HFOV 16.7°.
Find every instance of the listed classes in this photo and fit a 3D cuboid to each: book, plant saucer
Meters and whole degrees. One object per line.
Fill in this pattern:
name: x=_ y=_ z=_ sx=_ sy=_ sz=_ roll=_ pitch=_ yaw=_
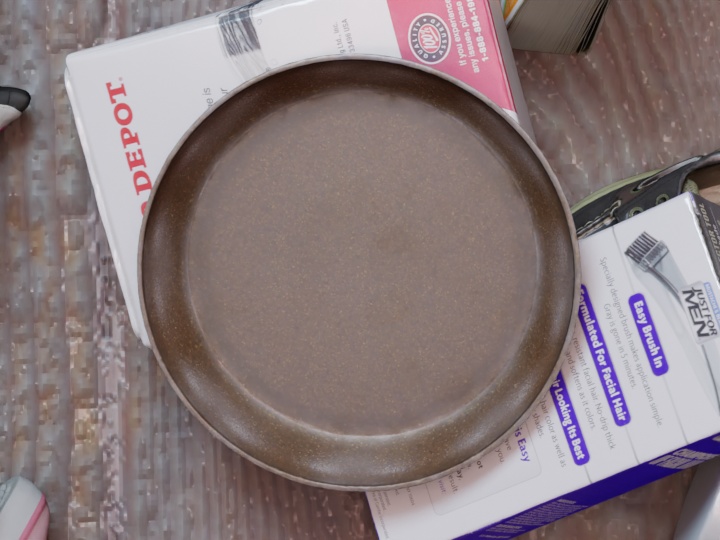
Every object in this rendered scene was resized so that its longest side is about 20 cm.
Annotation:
book: x=0.100 y=-0.185 z=1.146 sx=0.048 sy=0.200 sz=0.134 roll=6 pitch=85 yaw=0
plant saucer: x=0.000 y=0.000 z=1.111 sx=0.200 sy=0.032 sz=0.200 roll=1 pitch=102 yaw=6

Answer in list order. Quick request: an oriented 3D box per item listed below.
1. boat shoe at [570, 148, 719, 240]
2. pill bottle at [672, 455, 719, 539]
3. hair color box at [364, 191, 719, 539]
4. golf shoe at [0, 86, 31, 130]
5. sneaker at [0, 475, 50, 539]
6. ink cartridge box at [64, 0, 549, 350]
boat shoe: x=0.160 y=-0.023 z=1.200 sx=0.200 sy=0.065 sz=0.073 roll=-30 pitch=88 yaw=-3
pill bottle: x=0.253 y=0.144 z=1.165 sx=0.200 sy=0.113 sz=0.113 roll=21 pitch=85 yaw=1
hair color box: x=0.093 y=0.054 z=1.146 sx=0.200 sy=0.065 sz=0.109 roll=-25 pitch=72 yaw=24
golf shoe: x=-0.236 y=-0.144 z=1.202 sx=0.092 sy=0.073 sz=0.200 roll=-27 pitch=95 yaw=-8
sneaker: x=-0.175 y=0.206 z=1.174 sx=0.105 sy=0.075 sz=0.200 roll=29 pitch=74 yaw=-17
ink cartridge box: x=-0.022 y=-0.059 z=1.161 sx=0.200 sy=0.084 sz=0.145 roll=-14 pitch=98 yaw=8
